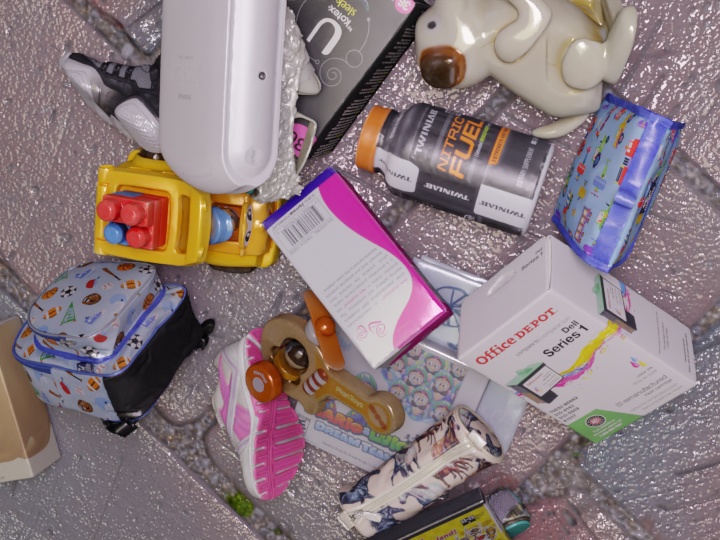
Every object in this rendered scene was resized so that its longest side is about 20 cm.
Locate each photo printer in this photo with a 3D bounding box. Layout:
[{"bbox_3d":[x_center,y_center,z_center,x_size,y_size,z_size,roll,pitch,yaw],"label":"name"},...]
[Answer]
[{"bbox_3d":[-0.137,-0.175,0.919,0.166,0.069,0.200,21,110,54],"label":"photo printer"}]

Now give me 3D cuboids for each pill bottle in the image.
[{"bbox_3d":[0.097,-0.115,1.028,0.200,0.106,0.106,18,105,9],"label":"pill bottle"}]

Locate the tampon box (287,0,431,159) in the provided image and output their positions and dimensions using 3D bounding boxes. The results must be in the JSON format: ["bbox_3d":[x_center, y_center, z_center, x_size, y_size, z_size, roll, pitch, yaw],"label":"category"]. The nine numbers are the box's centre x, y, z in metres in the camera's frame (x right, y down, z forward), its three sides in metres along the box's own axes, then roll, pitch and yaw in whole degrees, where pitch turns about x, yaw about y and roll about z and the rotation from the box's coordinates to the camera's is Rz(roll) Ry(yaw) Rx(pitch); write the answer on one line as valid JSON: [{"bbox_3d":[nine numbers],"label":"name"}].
[{"bbox_3d":[-0.045,-0.244,1.023,0.150,0.126,0.200,39,107,4],"label":"tampon box"}]

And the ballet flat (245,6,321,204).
[{"bbox_3d":[-0.074,-0.164,0.956,0.072,0.072,0.200,12,108,10],"label":"ballet flat"}]

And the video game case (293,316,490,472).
[{"bbox_3d":[0.030,0.154,1.125,0.200,0.024,0.182,24,110,10],"label":"video game case"}]

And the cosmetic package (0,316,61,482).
[{"bbox_3d":[-0.473,0.169,1.236,0.105,0.071,0.200,-13,98,16],"label":"cosmetic package"}]

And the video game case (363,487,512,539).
[{"bbox_3d":[0.085,0.351,1.094,0.200,0.026,0.181,-27,120,8],"label":"video game case"}]

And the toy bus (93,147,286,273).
[{"bbox_3d":[-0.200,-0.061,1.065,0.200,0.192,0.136,9,102,10],"label":"toy bus"}]

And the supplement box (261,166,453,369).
[{"bbox_3d":[0.000,0.000,1.051,0.101,0.103,0.200,-39,79,5],"label":"supplement box"}]

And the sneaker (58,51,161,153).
[{"bbox_3d":[-0.255,-0.220,1.107,0.200,0.076,0.114,36,74,30],"label":"sneaker"}]

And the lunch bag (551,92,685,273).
[{"bbox_3d":[0.255,-0.087,0.947,0.094,0.200,0.151,23,106,8],"label":"lunch bag"}]

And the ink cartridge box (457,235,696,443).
[{"bbox_3d":[0.221,0.076,0.993,0.200,0.084,0.145,31,132,-18],"label":"ink cartridge box"}]

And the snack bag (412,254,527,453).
[{"bbox_3d":[0.120,0.103,1.112,0.188,0.021,0.200,20,108,9],"label":"snack bag"}]

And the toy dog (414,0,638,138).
[{"bbox_3d":[0.155,-0.234,0.977,0.200,0.140,0.194,7,140,-2],"label":"toy dog"}]

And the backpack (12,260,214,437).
[{"bbox_3d":[-0.306,0.081,1.118,0.190,0.200,0.154,-3,121,28],"label":"backpack"}]

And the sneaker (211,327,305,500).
[{"bbox_3d":[-0.128,0.173,1.148,0.088,0.081,0.200,-16,75,42],"label":"sneaker"}]

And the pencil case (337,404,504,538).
[{"bbox_3d":[0.067,0.228,1.074,0.200,0.089,0.078,-39,91,20],"label":"pencil case"}]

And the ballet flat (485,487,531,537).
[{"bbox_3d":[0.110,0.323,1.141,0.200,0.072,0.072,-38,91,14],"label":"ballet flat"}]

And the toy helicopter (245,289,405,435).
[{"bbox_3d":[-0.031,0.109,1.051,0.200,0.079,0.132,30,121,29],"label":"toy helicopter"}]
